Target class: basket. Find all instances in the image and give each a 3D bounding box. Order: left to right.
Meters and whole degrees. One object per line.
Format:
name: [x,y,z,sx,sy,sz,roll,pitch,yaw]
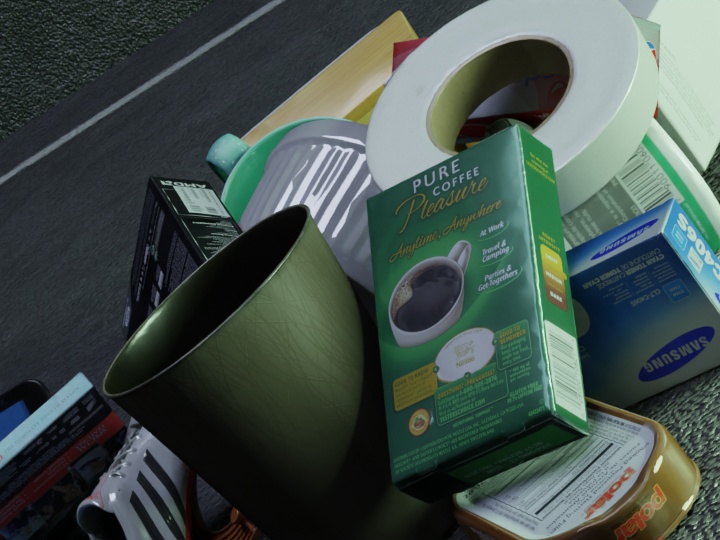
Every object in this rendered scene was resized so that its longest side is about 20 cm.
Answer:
basket: [-0.034,0.091,1.477,0.136,0.200,0.180,-18,26,50]

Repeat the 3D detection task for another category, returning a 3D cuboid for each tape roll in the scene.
tape roll: [0.097,-0.104,1.560,0.202,0.037,0.203,-21,41,20]

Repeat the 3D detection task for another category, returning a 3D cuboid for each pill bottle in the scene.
pill bottle: [0.132,-0.008,1.560,0.200,0.113,0.113,-36,16,3]

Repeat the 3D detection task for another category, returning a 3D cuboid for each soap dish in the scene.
soap dish: [0.004,-0.098,2.042,0.200,0.158,0.081,-40,32,-9]

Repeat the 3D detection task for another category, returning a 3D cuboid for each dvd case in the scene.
dvd case: [-0.216,0.168,1.726,0.146,0.200,0.022,-42,57,-7]

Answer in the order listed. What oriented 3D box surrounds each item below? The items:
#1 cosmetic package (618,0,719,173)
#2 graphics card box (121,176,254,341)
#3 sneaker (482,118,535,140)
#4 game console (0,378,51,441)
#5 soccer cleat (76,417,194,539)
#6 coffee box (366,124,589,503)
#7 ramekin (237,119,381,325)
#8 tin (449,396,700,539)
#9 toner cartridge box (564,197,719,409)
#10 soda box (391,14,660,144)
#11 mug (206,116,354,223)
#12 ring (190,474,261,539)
cosmetic package: [0.223,-0.148,1.773,0.085,0.108,0.200,-27,17,36]
graphics card box: [-0.113,0.028,1.646,0.051,0.126,0.200,3,21,-22]
sneaker: [0.123,-0.058,1.704,0.074,0.079,0.200,-34,-14,-4]
game console: [-0.320,0.210,1.917,0.200,0.119,0.172,-31,16,23]
soccer cleat: [-0.153,0.151,1.643,0.069,0.085,0.200,-51,34,45]
coffee box: [0.068,0.024,1.419,0.123,0.044,0.201,-28,53,31]
ramekin: [0.000,0.000,1.689,0.200,0.200,0.105,-14,36,54]
tin: [0.117,0.125,1.359,0.112,0.042,0.200,-45,17,-10]
toner cartridge box: [0.131,0.042,1.455,0.200,0.095,0.043,-28,19,31]
soda box: [0.113,-0.134,1.683,0.200,0.063,0.070,-5,77,43]
mug: [-0.027,-0.041,1.907,0.152,0.114,0.185,-23,57,9]
ring: [-0.095,0.116,1.661,0.200,0.019,0.201,-43,40,53]
